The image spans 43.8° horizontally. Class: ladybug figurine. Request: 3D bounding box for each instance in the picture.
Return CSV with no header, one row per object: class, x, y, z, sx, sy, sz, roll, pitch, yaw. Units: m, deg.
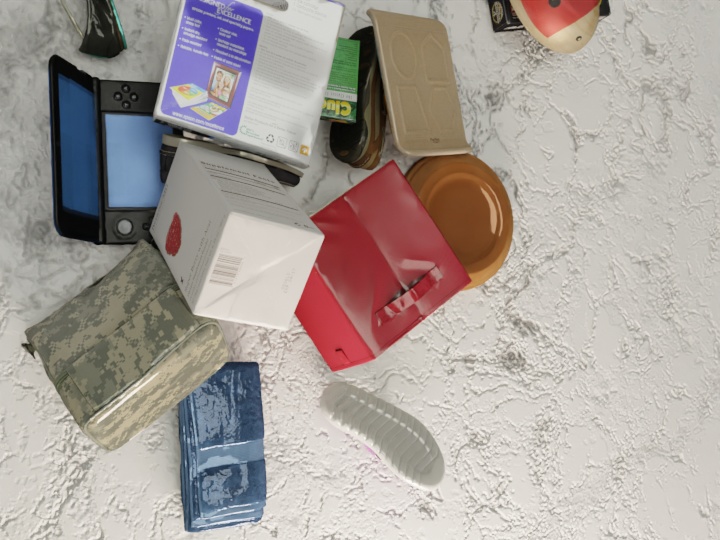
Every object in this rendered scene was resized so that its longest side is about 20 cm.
ladybug figurine,0.282,-0.415,1.301,0.135,0.072,0.201,-40,102,-19

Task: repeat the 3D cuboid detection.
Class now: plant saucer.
plant saucer,0.140,-0.073,1.282,0.196,0.037,0.206,2,85,-24

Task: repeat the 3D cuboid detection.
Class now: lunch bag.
lunch bag,-0.269,0.076,1.029,0.199,0.140,0.168,-39,71,-15

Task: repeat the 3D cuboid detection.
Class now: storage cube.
storage cube,0.000,0.000,1.132,0.170,0.200,0.182,-35,93,-21

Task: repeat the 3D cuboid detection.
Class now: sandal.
sandal,0.030,0.220,1.207,0.202,0.050,0.083,39,57,-3

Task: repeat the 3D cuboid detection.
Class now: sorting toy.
sorting toy,0.080,-0.256,1.239,0.184,0.036,0.205,-13,88,-53

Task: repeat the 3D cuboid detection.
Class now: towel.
towel,-0.171,0.216,1.115,0.109,0.048,0.205,-2,86,-25

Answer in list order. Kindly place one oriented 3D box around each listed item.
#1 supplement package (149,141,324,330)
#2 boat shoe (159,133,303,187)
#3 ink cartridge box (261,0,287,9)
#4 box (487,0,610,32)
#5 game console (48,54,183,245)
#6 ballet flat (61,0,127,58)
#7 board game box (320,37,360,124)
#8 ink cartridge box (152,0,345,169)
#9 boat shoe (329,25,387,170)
supplement package,-0.146,-0.042,1.010,0.118,0.200,0.123,12,111,-33
boat shoe,-0.164,-0.123,1.133,0.197,0.072,0.064,9,98,-36
ink cartridge box,-0.127,-0.278,1.154,0.144,0.084,0.204,-19,94,-22
box,0.280,-0.456,1.367,0.196,0.049,0.165,-10,88,-22
game console,-0.282,-0.137,1.057,0.167,0.118,0.205,-2,87,-23
ballet flat,-0.335,-0.358,1.081,0.067,0.068,0.205,-12,90,-15
board game box,-0.095,-0.248,1.107,0.196,0.023,0.108,6,83,-22
ink cartridge box,-0.129,-0.246,1.057,0.194,0.043,0.205,15,85,-21
boat shoe,0.004,-0.230,1.222,0.073,0.074,0.205,27,64,-48
